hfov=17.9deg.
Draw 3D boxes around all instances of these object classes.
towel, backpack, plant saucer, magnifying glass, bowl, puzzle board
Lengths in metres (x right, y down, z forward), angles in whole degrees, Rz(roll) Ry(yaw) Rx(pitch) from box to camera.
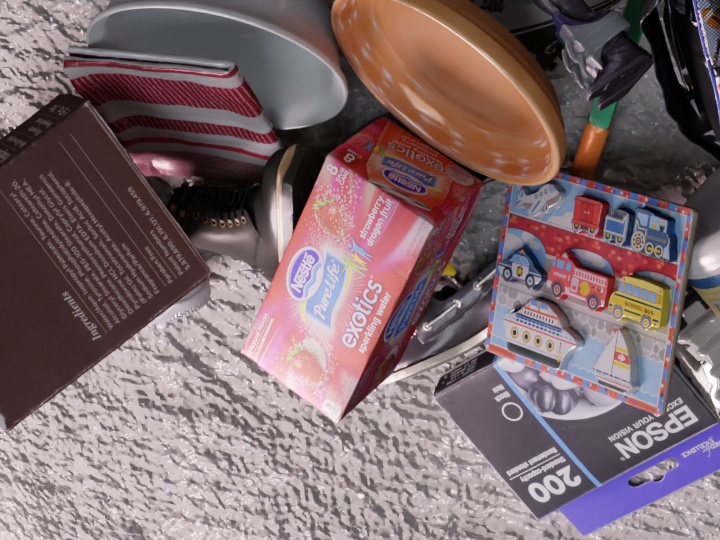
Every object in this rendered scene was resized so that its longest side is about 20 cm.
[{"bbox_3d":[-0.136,-0.115,1.767,0.143,0.023,0.200,6,159,16],"label":"towel"},{"bbox_3d":[0.267,-0.180,1.559,0.153,0.201,0.192,-6,125,7],"label":"backpack"},{"bbox_3d":[0.068,-0.139,1.620,0.199,0.038,0.200,35,163,12],"label":"plant saucer"},{"bbox_3d":[0.182,-0.128,1.688,0.022,0.080,0.201,19,137,7],"label":"magnifying glass"},{"bbox_3d":[-0.098,-0.188,1.707,0.199,0.091,0.201,12,160,4],"label":"bowl"},{"bbox_3d":[0.165,0.009,1.699,0.199,0.017,0.152,20,105,51],"label":"puzzle board"}]

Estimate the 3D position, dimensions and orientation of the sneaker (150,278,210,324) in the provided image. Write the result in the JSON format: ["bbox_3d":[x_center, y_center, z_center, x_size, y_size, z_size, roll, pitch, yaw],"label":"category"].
[{"bbox_3d":[-0.216,-0.032,1.885,0.198,0.075,0.116,17,129,13],"label":"sneaker"}]

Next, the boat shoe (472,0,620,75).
[{"bbox_3d":[0.123,-0.175,1.677,0.199,0.071,0.064,-19,114,38],"label":"boat shoe"}]

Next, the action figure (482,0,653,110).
[{"bbox_3d":[0.119,-0.204,1.554,0.069,0.130,0.201,-36,78,-7],"label":"action figure"}]

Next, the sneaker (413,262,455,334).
[{"bbox_3d":[0.000,0.038,1.829,0.077,0.073,0.200,58,134,18],"label":"sneaker"}]

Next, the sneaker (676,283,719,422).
[{"bbox_3d":[0.276,0.060,1.767,0.066,0.091,0.200,-37,104,4],"label":"sneaker"}]

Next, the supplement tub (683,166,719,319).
[{"bbox_3d":[0.336,0.011,1.673,0.144,0.145,0.200,-33,107,34],"label":"supplement tub"}]

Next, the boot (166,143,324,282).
[{"bbox_3d":[-0.099,-0.050,1.797,0.137,0.078,0.201,21,152,11],"label":"boot"}]

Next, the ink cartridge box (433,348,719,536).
[{"bbox_3d":[0.193,0.124,1.865,0.198,0.044,0.200,-32,108,33],"label":"ink cartridge box"}]

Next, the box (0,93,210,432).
[{"bbox_3d":[-0.249,-0.011,1.753,0.199,0.166,0.165,-37,104,-9],"label":"box"}]

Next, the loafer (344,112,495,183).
[{"bbox_3d":[0.053,-0.087,1.755,0.199,0.071,0.073,-22,113,30],"label":"loafer"}]

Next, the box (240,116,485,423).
[{"bbox_3d":[0.000,0.000,1.722,0.099,0.095,0.201,34,124,13],"label":"box"}]

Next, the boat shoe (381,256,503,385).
[{"bbox_3d":[0.079,0.034,1.841,0.199,0.072,0.063,-29,85,32],"label":"boat shoe"}]
